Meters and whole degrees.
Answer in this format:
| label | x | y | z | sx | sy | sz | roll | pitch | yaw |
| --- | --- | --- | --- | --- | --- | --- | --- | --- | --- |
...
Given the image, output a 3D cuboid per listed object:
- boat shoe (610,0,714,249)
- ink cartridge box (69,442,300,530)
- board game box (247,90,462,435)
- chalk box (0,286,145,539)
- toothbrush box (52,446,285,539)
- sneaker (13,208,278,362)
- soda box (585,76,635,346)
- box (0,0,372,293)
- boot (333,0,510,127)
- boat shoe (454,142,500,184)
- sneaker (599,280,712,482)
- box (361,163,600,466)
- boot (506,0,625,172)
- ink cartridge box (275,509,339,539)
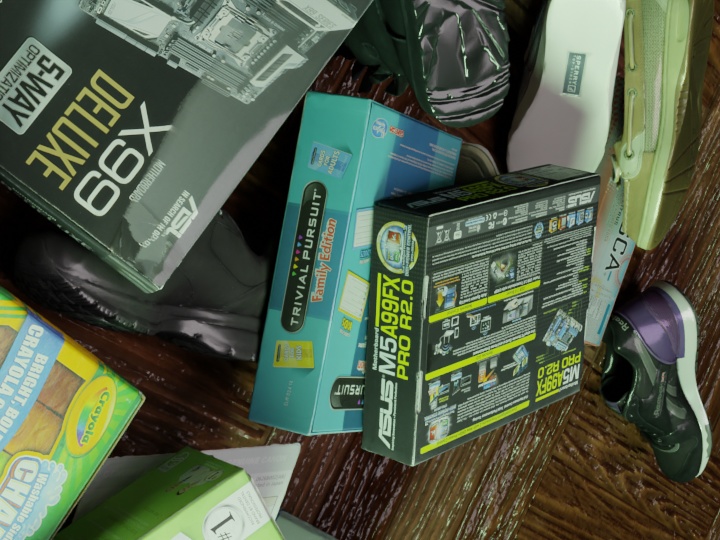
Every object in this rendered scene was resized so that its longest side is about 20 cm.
| label | x | y | z | sx | sy | sz | roll | pitch | yaw |
| --- | --- | --- | --- | --- | --- | --- | --- | --- | --- |
| boat shoe | 0.208 | -0.117 | 1.046 | 0.073 | 0.063 | 0.202 | -29 | 127 | -56 |
| ink cartridge box | -0.137 | 0.181 | 0.856 | 0.162 | 0.050 | 0.201 | 3 | 114 | -47 |
| board game box | 0.000 | 0.000 | 0.919 | 0.151 | 0.047 | 0.201 | 11 | 90 | -64 |
| chalk box | -0.205 | 0.070 | 0.716 | 0.125 | 0.123 | 0.200 | -59 | 137 | -12 |
| toothbrush box | -0.121 | 0.208 | 0.740 | 0.200 | 0.086 | 0.146 | -34 | 107 | -24 |
| sneaker | -0.118 | -0.005 | 0.830 | 0.200 | 0.076 | 0.091 | 20 | 83 | -57 |
| soda box | 0.176 | -0.048 | 1.116 | 0.063 | 0.068 | 0.201 | 21 | 89 | -46 |
| box | -0.110 | -0.113 | 0.742 | 0.158 | 0.050 | 0.200 | 39 | 76 | -12 |
| boot | 0.023 | -0.186 | 0.809 | 0.073 | 0.163 | 0.199 | -16 | 121 | -17 |
| boat shoe | 0.084 | -0.002 | 1.043 | 0.068 | 0.074 | 0.201 | -41 | 132 | -53 |
| sneaker | 0.246 | 0.110 | 1.263 | 0.087 | 0.076 | 0.201 | -26 | 120 | -20 |
| box | 0.082 | 0.023 | 0.946 | 0.200 | 0.044 | 0.161 | -16 | 115 | -48 |
| boot | 0.154 | -0.149 | 1.055 | 0.091 | 0.072 | 0.201 | -76 | 179 | -49 |
| ink cartridge box | 0.004 | 0.235 | 0.942 | 0.145 | 0.199 | 0.084 | 42 | 73 | -45 |
